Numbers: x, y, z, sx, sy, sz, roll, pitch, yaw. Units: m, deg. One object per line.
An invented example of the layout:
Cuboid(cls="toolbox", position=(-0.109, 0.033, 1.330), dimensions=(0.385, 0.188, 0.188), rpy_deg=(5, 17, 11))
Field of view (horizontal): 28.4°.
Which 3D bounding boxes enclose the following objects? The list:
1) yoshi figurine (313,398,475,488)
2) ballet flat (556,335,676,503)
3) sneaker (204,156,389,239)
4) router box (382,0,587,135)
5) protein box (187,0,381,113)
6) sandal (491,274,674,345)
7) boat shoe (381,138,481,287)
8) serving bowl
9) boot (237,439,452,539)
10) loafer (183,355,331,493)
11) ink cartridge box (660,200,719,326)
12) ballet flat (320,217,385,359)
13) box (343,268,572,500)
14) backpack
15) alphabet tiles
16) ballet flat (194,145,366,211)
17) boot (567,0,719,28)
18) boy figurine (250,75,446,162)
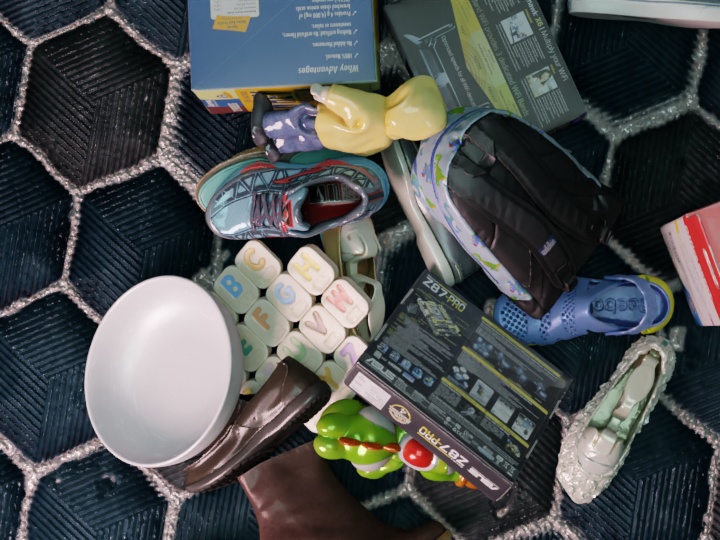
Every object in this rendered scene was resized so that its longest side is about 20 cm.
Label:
Cuboid(cls="yoshi figurine", position=(0.038, 0.172, 1.500), dimensions=(0.197, 0.112, 0.114), rpy_deg=(9, 59, -21))
Cuboid(cls="ballet flat", position=(0.270, 0.155, 1.515), dimensions=(0.071, 0.072, 0.202), rpy_deg=(29, 90, 3))
Cuboid(cls="sneaker", position=(-0.072, -0.073, 1.465), dimensions=(0.197, 0.096, 0.080), rpy_deg=(-12, 103, 11))
Cuboid(cls="router box", position=(0.133, -0.224, 1.542), dimensions=(0.155, 0.052, 0.202), rpy_deg=(-24, 87, 1))
Cuboid(cls="protein box", position=(-0.079, -0.282, 1.513), dimensions=(0.195, 0.135, 0.203), rpy_deg=(-3, 87, 2))
Cuboid(cls="sandal", position=(0.237, 0.038, 1.511), dimensions=(0.197, 0.087, 0.081), rpy_deg=(-8, 89, 4))
Cuboid(cls="boat shoe", position=(0.076, -0.083, 1.536), dimensions=(0.061, 0.073, 0.202), rpy_deg=(-22, 90, -10))
Cuboid(cls="serving bowl", position=(-0.198, 0.110, 1.514), dimensions=(0.198, 0.066, 0.203), rpy_deg=(-8, 74, 31))
Cuboid(cls="boot", position=(-0.016, 0.256, 1.516), dimensions=(0.198, 0.072, 0.168), rpy_deg=(-20, 79, -13))
Cuboid(cls="loafer", position=(-0.118, 0.164, 1.521), dimensions=(0.199, 0.073, 0.072), rpy_deg=(-40, 73, 15))
Cuboid(cls="ink cartridge box", position=(0.369, -0.009, 1.449), dimensions=(0.066, 0.200, 0.118), rpy_deg=(-20, 87, 2))
Cuboid(cls="ballet flat", position=(0.000, 0.000, 1.531), dimensions=(0.068, 0.063, 0.203), rpy_deg=(-8, 93, -42))
Cuboid(cls="box", position=(0.103, 0.114, 1.470), dimensions=(0.199, 0.049, 0.162), rpy_deg=(36, 52, 2))
Cuboid(cls="backpack", position=(0.145, -0.078, 1.457), dimensions=(0.199, 0.153, 0.164), rpy_deg=(38, 87, -39))
Cuboid(cls="alphabet tiles", position=(-0.081, 0.072, 1.521), dimensions=(0.196, 0.015, 0.200), rpy_deg=(44, 113, 4))
Cuboid(cls="ballet flat", position=(-0.084, -0.114, 1.543), dimensions=(0.197, 0.065, 0.071), rpy_deg=(-17, 117, 3))
Cuboid(cls="boot", position=(0.324, -0.313, 1.527), dimensions=(0.197, 0.073, 0.092), rpy_deg=(6, 93, 3))
Cuboid(cls="boy figurine", position=(-0.012, -0.156, 1.434), dimensions=(0.197, 0.124, 0.065), rpy_deg=(-7, 65, 19))
